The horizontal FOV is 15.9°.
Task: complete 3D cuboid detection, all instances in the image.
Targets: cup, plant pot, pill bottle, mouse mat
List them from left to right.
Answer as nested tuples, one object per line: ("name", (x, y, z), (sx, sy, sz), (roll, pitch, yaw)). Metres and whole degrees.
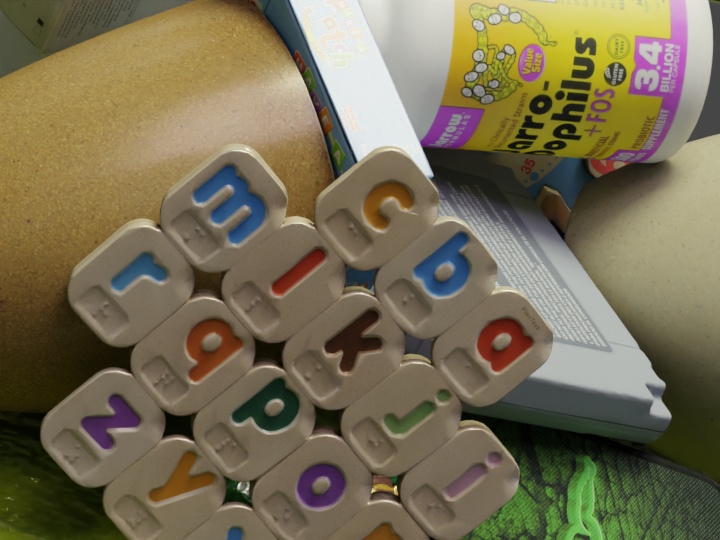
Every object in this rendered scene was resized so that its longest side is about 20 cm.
("plant pot", (-0.133, -0.013, 1.127), (0.199, 0.187, 0.187), (-13, 49, -24))
("pill bottle", (0.062, -0.109, 1.244), (0.198, 0.105, 0.105), (3, 40, -17))
("mouse mat", (0.099, 0.157, 1.136), (0.160, 0.008, 0.201), (20, 54, -21))
("cup", (0.176, 0.014, 1.303), (0.142, 0.202, 0.201), (9, 31, 15))

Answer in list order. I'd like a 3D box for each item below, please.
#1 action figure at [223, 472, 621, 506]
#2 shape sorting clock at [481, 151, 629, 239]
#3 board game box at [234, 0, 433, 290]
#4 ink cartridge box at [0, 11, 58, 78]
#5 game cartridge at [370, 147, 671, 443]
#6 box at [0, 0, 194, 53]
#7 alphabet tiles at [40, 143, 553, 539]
("action figure", (0.027, 0.112, 1.168), (0.198, 0.055, 0.119), (6, 48, -22))
("shape sorting clock", (0.068, -0.087, 1.329), (0.199, 0.201, 0.039), (16, 16, -17))
("board game box", (-0.034, -0.054, 1.177), (0.036, 0.200, 0.152), (-14, 67, -22))
("ink cartridge box", (-0.134, -0.157, 1.378), (0.146, 0.085, 0.199), (44, 35, 22))
("game cartridge", (0.053, 0.002, 1.220), (0.133, 0.041, 0.200), (16, 29, -38))
("box", (-0.094, -0.172, 1.281), (0.068, 0.082, 0.199), (46, 36, 21))
("alphabet tiles", (-0.026, 0.048, 1.078), (0.200, 0.195, 0.015), (49, 6, -18))
